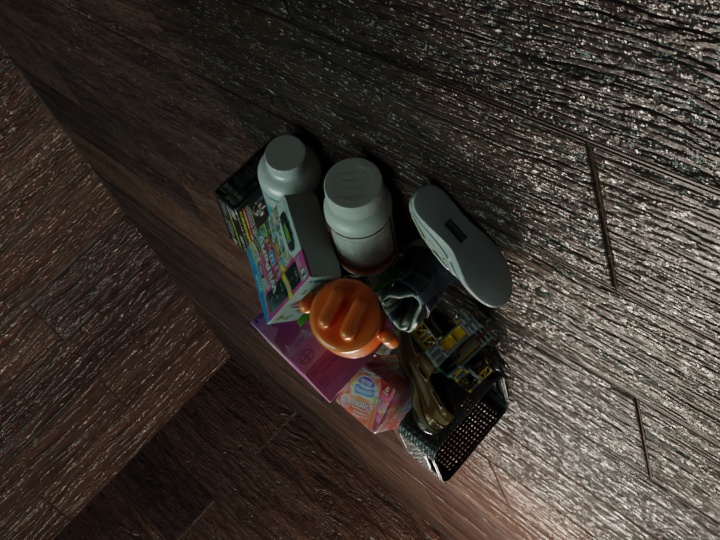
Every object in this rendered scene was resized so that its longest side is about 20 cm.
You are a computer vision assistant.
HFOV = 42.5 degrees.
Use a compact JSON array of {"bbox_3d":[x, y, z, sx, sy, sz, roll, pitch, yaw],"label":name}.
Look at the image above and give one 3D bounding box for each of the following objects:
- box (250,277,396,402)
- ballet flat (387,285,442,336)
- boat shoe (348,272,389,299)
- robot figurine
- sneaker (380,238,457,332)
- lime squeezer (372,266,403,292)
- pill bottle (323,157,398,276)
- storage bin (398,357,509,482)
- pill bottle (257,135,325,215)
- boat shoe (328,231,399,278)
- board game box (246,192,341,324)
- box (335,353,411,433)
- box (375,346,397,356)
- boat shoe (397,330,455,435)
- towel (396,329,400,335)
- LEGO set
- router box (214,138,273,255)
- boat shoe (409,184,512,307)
[{"bbox_3d":[-0.068,0.099,1.654,0.199,0.176,0.097,36,168,48],"label":"box"},{"bbox_3d":[0.106,0.096,1.725,0.201,0.069,0.069,51,163,-21],"label":"ballet flat"},{"bbox_3d":[0.000,0.000,1.684,0.067,0.072,0.201,-11,132,19],"label":"boat shoe"},{"bbox_3d":[-0.018,0.076,1.457,0.200,0.141,0.119,57,-159,-78],"label":"robot figurine"},{"bbox_3d":[0.080,0.023,1.453,0.077,0.146,0.202,45,166,-10],"label":"sneaker"},{"bbox_3d":[0.050,0.023,1.558,0.038,0.070,0.200,53,177,12],"label":"lime squeezer"},{"bbox_3d":[0.000,-0.083,1.456,0.109,0.110,0.201,38,162,24],"label":"pill bottle"},{"bbox_3d":[0.173,0.267,1.699,0.093,0.200,0.136,34,161,32],"label":"storage bin"},{"bbox_3d":[-0.116,-0.147,1.591,0.110,0.111,0.201,39,162,20],"label":"pill bottle"},{"bbox_3d":[-0.036,-0.021,1.589,0.199,0.075,0.076,-6,120,22],"label":"boat shoe"},{"bbox_3d":[-0.116,-0.017,1.550,0.200,0.063,0.150,-46,57,55],"label":"board game box"},{"bbox_3d":[0.060,0.222,1.704,0.102,0.096,0.199,36,-163,29],"label":"box"},{"bbox_3d":[0.001,0.112,1.829,0.198,0.061,0.116,23,-169,-38],"label":"box"},{"bbox_3d":[0.124,0.185,1.627,0.075,0.073,0.203,18,-133,-45],"label":"boat shoe"},{"bbox_3d":[0.033,0.088,1.801,0.199,0.031,0.148,37,-166,25],"label":"towel"},{"bbox_3d":[0.168,0.106,1.548,0.200,0.116,0.154,42,-171,-40],"label":"LEGO set"},{"bbox_3d":[-0.185,-0.131,1.730,0.062,0.150,0.201,39,163,18],"label":"router box"},{"bbox_3d":[0.137,-0.031,1.313,0.200,0.072,0.066,47,168,-1],"label":"boat shoe"}]
